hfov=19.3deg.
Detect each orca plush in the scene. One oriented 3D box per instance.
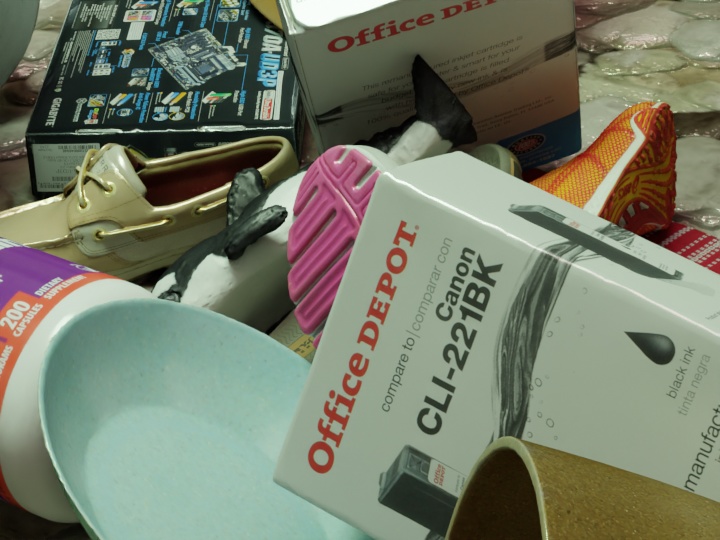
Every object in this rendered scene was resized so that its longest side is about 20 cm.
[{"bbox_3d":[-0.040,-0.037,1.069,0.200,0.105,0.071,-47,63,7],"label":"orca plush"}]

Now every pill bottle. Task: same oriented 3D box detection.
[{"bbox_3d":[-0.188,0.037,0.992,0.199,0.113,0.112,18,36,30],"label":"pill bottle"}]

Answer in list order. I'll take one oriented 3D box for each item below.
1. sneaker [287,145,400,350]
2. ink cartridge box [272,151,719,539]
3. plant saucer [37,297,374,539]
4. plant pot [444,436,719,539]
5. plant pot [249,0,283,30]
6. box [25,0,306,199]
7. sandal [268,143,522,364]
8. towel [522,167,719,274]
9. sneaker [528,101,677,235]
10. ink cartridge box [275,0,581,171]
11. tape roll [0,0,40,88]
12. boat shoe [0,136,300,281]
[{"bbox_3d":[0.040,0.030,0.971,0.081,0.201,0.088,-35,-9,33],"label":"sneaker"},{"bbox_3d":[0.081,0.059,0.852,0.199,0.145,0.084,27,18,22],"label":"ink cartridge box"},{"bbox_3d":[-0.055,0.097,0.893,0.200,0.039,0.202,28,30,-18],"label":"plant saucer"},{"bbox_3d":[0.131,0.164,0.720,0.198,0.187,0.187,10,30,-8],"label":"plant pot"},{"bbox_3d":[0.040,-0.244,1.325,0.199,0.184,0.201,13,29,-8],"label":"plant pot"},{"bbox_3d":[-0.111,-0.112,1.298,0.158,0.046,0.200,-1,31,2],"label":"box"},{"bbox_3d":[0.000,0.000,1.033,0.200,0.055,0.082,-39,25,-11],"label":"sandal"},{"bbox_3d":[0.120,0.006,1.108,0.199,0.023,0.144,25,41,37],"label":"towel"},{"bbox_3d":[0.113,-0.037,1.093,0.077,0.073,0.200,4,27,29],"label":"sneaker"},{"bbox_3d":[0.035,-0.123,1.120,0.144,0.200,0.084,-18,62,-2],"label":"ink cartridge box"},{"bbox_3d":[-0.296,-0.174,1.267,0.199,0.201,0.066,-16,33,-21],"label":"tape roll"},{"bbox_3d":[-0.127,-0.037,1.151,0.199,0.070,0.074,-10,32,-12],"label":"boat shoe"}]
